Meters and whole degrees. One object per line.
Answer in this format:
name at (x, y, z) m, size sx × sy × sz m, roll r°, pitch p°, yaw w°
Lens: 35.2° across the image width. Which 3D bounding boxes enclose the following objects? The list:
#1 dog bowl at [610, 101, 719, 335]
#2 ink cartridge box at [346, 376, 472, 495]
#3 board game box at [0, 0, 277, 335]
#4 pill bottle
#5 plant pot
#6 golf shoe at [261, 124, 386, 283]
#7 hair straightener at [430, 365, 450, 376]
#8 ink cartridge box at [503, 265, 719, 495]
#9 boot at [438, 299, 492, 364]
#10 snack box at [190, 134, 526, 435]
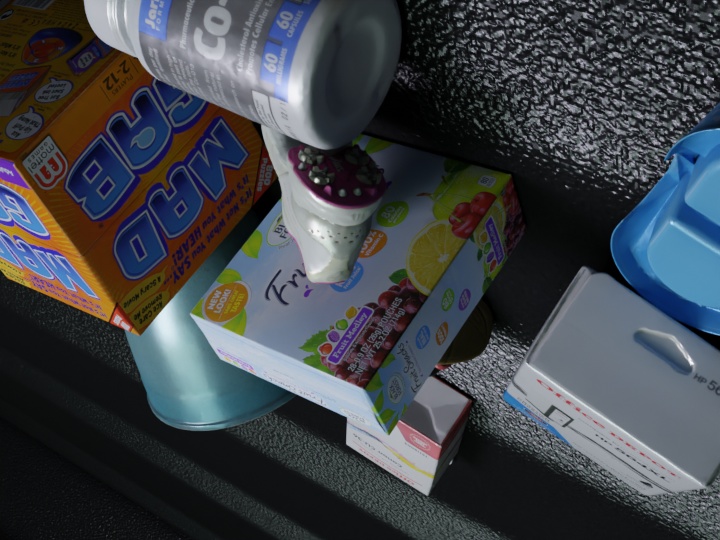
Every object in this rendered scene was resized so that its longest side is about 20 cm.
dog bowl at (0.222, -0.032, 0.663) m, size 0.111 × 0.050 × 0.200 m, roll 34°, pitch 156°, yaw 9°
ink cartridge box at (0.048, 0.175, 1.245) m, size 0.116 × 0.068 × 0.200 m, roll 31°, pitch 155°, yaw 15°
board game box at (-0.233, -0.104, 0.973) m, size 0.199 × 0.200 × 0.200 m, roll 18°, pitch 148°, yaw 38°
pill bottle at (-0.082, -0.167, 0.763) m, size 0.199 × 0.114 × 0.114 m, roll 25°, pitch 153°, yaw 25°
plant pot at (-0.149, 0.019, 1.114) m, size 0.199 × 0.200 × 0.189 m, roll 13°, pitch 133°, yaw 43°
golf shoe at (-0.036, -0.067, 0.812) m, size 0.075 × 0.200 × 0.092 m, roll 2°, pitch 122°, yaw -12°
hair straightener at (0.003, 0.030, 1.083) m, size 0.200 × 0.041 × 0.077 m, roll 39°, pitch 156°, yaw -1°
ink cartridge box at (0.189, 0.088, 0.824) m, size 0.146 × 0.085 × 0.200 m, roll 34°, pitch 172°, yaw 10°
boot at (0.002, 0.031, 1.001) m, size 0.199 × 0.073 × 0.154 m, roll 8°, pitch -178°, yaw -27°
snack box at (0.000, 0.000, 0.840) m, size 0.168 × 0.200 × 0.068 m, roll 20°, pitch 151°, yaw 34°
